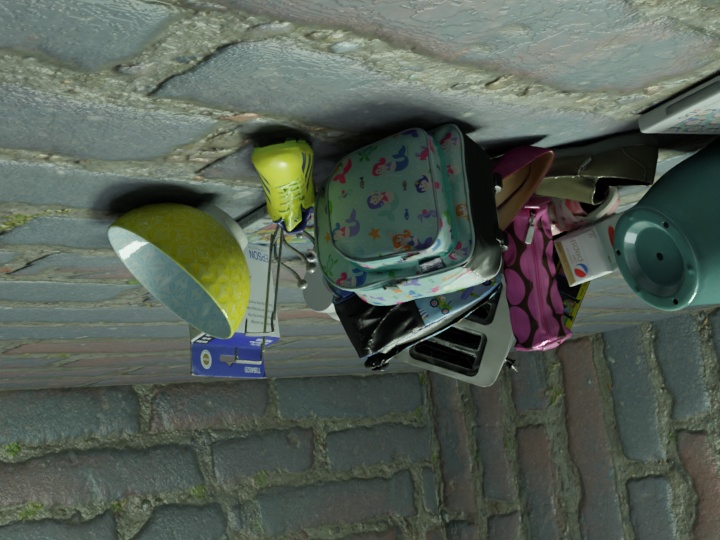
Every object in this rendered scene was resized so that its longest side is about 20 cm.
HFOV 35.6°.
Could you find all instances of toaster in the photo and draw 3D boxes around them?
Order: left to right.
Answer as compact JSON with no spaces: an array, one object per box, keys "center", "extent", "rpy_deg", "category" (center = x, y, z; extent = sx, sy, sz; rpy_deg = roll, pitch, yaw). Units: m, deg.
[{"center":[0.146,0.053,1.589],"extent":[0.200,0.181,0.119],"rpy_deg":[18,-158,9],"category":"toaster"}]

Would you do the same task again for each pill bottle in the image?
[{"center":[0.002,0.031,1.864],"extent":[0.111,0.111,0.200],"rpy_deg":[-16,167,41],"category":"pill bottle"}]

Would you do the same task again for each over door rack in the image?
[{"center":[-0.093,0.013,1.372],"extent":[0.067,0.200,0.148],"rpy_deg":[17,158,-5],"category":"over door rack"}]

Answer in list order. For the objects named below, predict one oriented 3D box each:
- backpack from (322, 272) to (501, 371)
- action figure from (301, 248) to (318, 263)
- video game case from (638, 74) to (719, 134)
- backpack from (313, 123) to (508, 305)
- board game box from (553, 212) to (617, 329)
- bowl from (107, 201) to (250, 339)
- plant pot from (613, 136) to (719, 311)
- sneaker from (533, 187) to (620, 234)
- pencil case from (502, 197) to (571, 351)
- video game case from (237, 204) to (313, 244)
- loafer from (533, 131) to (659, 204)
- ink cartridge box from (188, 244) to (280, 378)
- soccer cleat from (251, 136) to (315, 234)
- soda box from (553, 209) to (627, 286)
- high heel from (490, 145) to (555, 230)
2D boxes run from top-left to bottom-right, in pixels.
[{"center":[0.067,0.016,1.390],"extent":[0.200,0.135,0.183],"rpy_deg":[-27,-175,3],"category":"backpack"},{"center":[0.000,0.000,1.576],"extent":[0.134,0.149,0.200],"rpy_deg":[-24,-163,0],"category":"action figure"},{"center":[0.442,-0.187,1.232],"extent":[0.200,0.024,0.182],"rpy_deg":[-3,169,-26],"category":"video game case"},{"center":[0.041,-0.056,1.236],"extent":[0.200,0.178,0.151],"rpy_deg":[-18,156,32],"category":"backpack"},{"center":[0.307,0.006,1.719],"extent":[0.057,0.200,0.165],"rpy_deg":[27,165,-4],"category":"board game box"},{"center":[-0.203,-0.020,1.388],"extent":[0.108,0.200,0.200],"rpy_deg":[-49,-174,-22],"category":"bowl"},{"center":[0.418,-0.046,1.358],"extent":[0.188,0.200,0.200],"rpy_deg":[-22,178,-28],"category":"plant pot"},{"center":[0.255,-0.083,1.517],"extent":[0.200,0.075,0.105],"rpy_deg":[-17,174,7],"category":"sneaker"},{"center":[0.223,0.007,1.450],"extent":[0.091,0.200,0.094],"rpy_deg":[-13,-174,-15],"category":"pencil case"},{"center":[-0.087,-0.067,1.525],"extent":[0.143,0.018,0.200],"rpy_deg":[0,167,-32],"category":"video game case"},{"center":[0.270,-0.115,1.374],"extent":[0.200,0.070,0.075],"rpy_deg":[-13,168,29],"category":"loafer"},{"center":[-0.182,0.052,1.603],"extent":[0.041,0.200,0.200],"rpy_deg":[-12,169,24],"category":"ink cartridge box"},{"center":[-0.078,-0.090,1.227],"extent":[0.065,0.084,0.200],"rpy_deg":[-7,169,0],"category":"soccer cleat"},{"center":[0.332,-0.033,1.548],"extent":[0.064,0.068,0.200],"rpy_deg":[-21,179,27],"category":"soda box"},{"center":[0.155,-0.067,1.295],"extent":[0.096,0.200,0.067],"rpy_deg":[-11,138,47],"category":"high heel"}]
